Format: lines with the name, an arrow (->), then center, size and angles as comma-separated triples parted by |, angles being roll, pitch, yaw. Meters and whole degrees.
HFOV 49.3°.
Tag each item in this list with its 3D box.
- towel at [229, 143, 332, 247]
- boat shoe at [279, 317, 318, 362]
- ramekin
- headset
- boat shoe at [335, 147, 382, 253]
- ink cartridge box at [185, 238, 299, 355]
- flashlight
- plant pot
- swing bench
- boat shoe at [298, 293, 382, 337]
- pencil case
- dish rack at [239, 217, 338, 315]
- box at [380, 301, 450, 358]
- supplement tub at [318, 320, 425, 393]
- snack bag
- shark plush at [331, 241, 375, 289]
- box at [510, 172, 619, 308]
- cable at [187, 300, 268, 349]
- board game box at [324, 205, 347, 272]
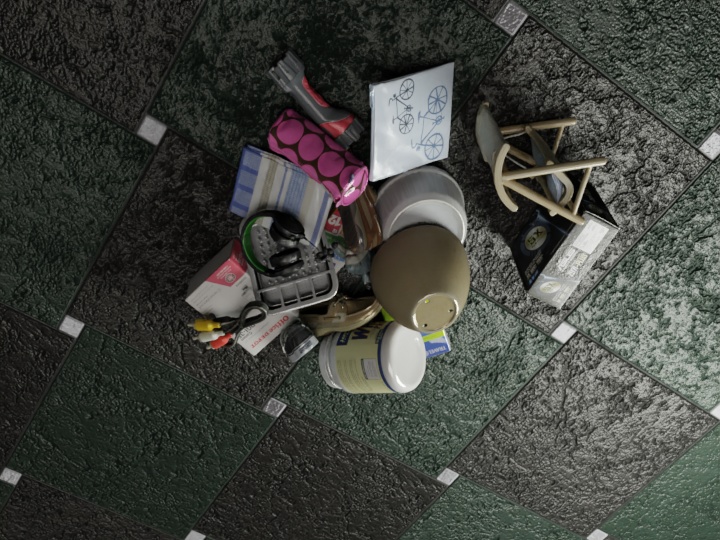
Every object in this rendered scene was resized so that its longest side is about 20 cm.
towel -> -0.149, -0.142, 1.505 | 0.196, 0.024, 0.150 | 22, 116, 6
boat shoe -> -0.132, 0.142, 1.606 | 0.073, 0.199, 0.069 | -38, 88, -6
ramekin -> 0.118, -0.092, 1.530 | 0.196, 0.095, 0.207 | -6, 126, -8
headset -> -0.143, -0.042, 1.475 | 0.195, 0.094, 0.127 | 9, 108, 19
boat shoe -> -0.005, -0.135, 1.493 | 0.070, 0.075, 0.206 | -10, 87, -27
ink cartridge box -> -0.240, 0.057, 1.627 | 0.146, 0.084, 0.199 | -39, 116, 20
flashlight -> -0.077, -0.311, 1.421 | 0.067, 0.068, 0.200 | -33, 113, 23
plant pot -> 0.125, 0.039, 1.480 | 0.194, 0.136, 0.204 | -6, 128, -8
swing bench -> 0.309, -0.200, 1.424 | 0.194, 0.201, 0.132 | 8, 122, -7
boat shoe -> -0.045, 0.085, 1.649 | 0.196, 0.073, 0.066 | -16, 115, 29
pencil case -> -0.081, -0.203, 1.417 | 0.094, 0.199, 0.091 | -47, 162, -14
dish rack -> -0.140, -0.025, 1.555 | 0.167, 0.044, 0.205 | -15, 87, 3
box -> 0.119, 0.121, 1.706 | 0.119, 0.048, 0.203 | -17, 120, 8
supplement tub -> 0.023, 0.183, 1.647 | 0.196, 0.146, 0.146 | -7, 128, 37
snack bag -> 0.089, -0.266, 1.420 | 0.197, 0.021, 0.193 | -23, 130, -30
shark plush -> 0.000, 0.000, 1.581 | 0.088, 0.085, 0.201 | -14, 153, 2
box -> 0.394, -0.061, 1.536 | 0.084, 0.165, 0.202 | 22, 120, -16
cable -> -0.251, 0.118, 1.559 | 0.196, 0.051, 0.098 | -14, 127, 36
board game box -> -0.068, -0.044, 1.608 | 0.095, 0.030, 0.200 | 35, 117, -22
